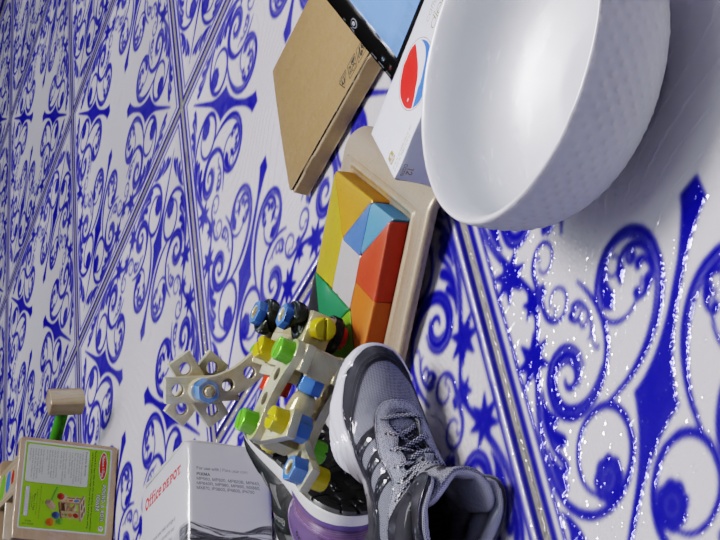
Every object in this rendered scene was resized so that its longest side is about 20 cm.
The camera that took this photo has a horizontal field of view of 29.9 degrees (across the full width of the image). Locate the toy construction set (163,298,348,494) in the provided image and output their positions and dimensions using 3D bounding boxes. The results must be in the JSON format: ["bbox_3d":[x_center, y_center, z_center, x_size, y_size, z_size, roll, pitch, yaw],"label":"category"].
[{"bbox_3d":[-0.069,0.088,1.033,0.199,0.092,0.132,9,77,53],"label":"toy construction set"}]

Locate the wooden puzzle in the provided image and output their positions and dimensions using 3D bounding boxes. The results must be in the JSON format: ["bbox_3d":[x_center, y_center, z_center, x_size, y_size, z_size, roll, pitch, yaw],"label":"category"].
[{"bbox_3d":[0.000,0.000,1.054,0.185,0.037,0.201,-135,58,-62],"label":"wooden puzzle"}]

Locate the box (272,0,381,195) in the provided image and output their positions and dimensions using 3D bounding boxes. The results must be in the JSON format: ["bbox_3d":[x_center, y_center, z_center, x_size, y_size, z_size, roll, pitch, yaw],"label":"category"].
[{"bbox_3d":[-0.027,-0.193,1.206,0.200,0.021,0.164,123,147,-43],"label":"box"}]

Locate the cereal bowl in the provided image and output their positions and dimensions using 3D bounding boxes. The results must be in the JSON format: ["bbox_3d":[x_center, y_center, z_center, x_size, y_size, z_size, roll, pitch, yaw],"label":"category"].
[{"bbox_3d":[0.115,-0.118,0.782,0.200,0.083,0.202,-36,50,57],"label":"cereal bowl"}]

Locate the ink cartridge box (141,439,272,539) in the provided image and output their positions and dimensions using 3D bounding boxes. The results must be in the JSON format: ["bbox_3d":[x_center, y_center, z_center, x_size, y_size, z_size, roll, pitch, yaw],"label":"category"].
[{"bbox_3d":[-0.140,0.272,1.209,0.144,0.083,0.201,133,139,-53],"label":"ink cartridge box"}]

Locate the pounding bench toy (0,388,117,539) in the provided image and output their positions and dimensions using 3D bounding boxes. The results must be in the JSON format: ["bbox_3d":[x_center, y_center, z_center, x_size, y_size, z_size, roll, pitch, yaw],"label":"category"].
[{"bbox_3d":[-0.395,0.264,1.739,0.156,0.123,0.202,142,133,-57],"label":"pounding bench toy"}]

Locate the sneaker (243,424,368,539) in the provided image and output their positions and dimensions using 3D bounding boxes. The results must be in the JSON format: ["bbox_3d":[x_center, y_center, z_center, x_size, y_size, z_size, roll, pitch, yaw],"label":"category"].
[{"bbox_3d":[-0.052,0.181,1.064,0.200,0.075,0.088,-136,53,-62],"label":"sneaker"}]

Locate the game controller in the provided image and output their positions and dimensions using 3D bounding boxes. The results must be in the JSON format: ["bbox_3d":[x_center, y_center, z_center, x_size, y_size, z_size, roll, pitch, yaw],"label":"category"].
[{"bbox_3d":[0.014,-0.222,1.023,0.200,0.042,0.105,54,133,27],"label":"game controller"}]

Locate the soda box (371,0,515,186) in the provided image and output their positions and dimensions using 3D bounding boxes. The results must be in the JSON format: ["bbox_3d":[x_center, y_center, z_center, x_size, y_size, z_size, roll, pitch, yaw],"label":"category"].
[{"bbox_3d":[0.076,-0.156,0.908,0.068,0.063,0.201,-114,41,-53],"label":"soda box"}]

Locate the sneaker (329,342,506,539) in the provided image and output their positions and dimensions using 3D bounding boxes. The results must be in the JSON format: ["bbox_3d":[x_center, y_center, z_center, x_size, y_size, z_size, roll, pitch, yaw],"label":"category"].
[{"bbox_3d":[0.040,0.128,0.876,0.114,0.075,0.201,-44,48,52],"label":"sneaker"}]
